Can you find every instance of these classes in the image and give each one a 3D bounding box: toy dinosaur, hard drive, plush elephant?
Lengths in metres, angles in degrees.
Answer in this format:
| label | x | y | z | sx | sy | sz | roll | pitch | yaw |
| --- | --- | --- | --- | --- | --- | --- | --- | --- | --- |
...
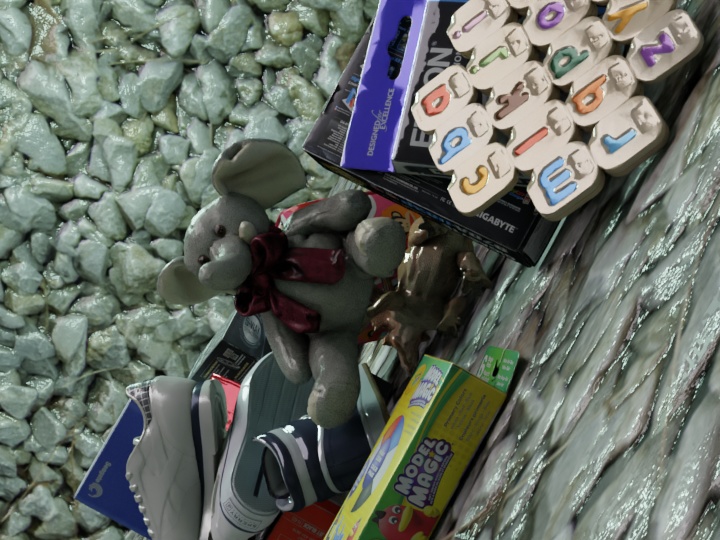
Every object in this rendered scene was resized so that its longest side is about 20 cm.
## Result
| label | x | y | z | sx | sy | sz | roll | pitch | yaw |
| --- | --- | --- | --- | --- | --- | --- | --- | --- | --- |
| toy dinosaur | 0.056 | -0.003 | 1.442 | 0.201 | 0.086 | 0.136 | -58 | 5 | 15 |
| hard drive | -0.152 | 0.210 | 1.633 | 0.132 | 0.199 | 0.025 | -57 | 7 | 26 |
| plush elephant | -0.068 | -0.005 | 1.332 | 0.200 | 0.154 | 0.166 | -107 | 33 | -65 |

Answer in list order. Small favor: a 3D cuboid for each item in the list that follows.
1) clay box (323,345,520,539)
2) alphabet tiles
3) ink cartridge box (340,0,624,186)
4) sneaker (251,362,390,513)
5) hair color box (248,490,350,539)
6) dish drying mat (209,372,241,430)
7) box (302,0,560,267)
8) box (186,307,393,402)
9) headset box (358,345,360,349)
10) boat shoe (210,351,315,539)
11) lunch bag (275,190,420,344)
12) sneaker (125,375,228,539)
| label | x | y | z | sx | sy | sz | roll | pitch | yaw |
| --- | --- | --- | --- | --- | --- | --- | --- | --- | --- |
| clay box | 0.035 | 0.132 | 1.177 | 0.201 | 0.047 | 0.115 | -62 | 7 | -4 |
| alphabet tiles | 0.127 | -0.128 | 1.158 | 0.195 | 0.015 | 0.201 | -36 | 49 | 17 |
| ink cartridge box | 0.089 | -0.160 | 1.250 | 0.043 | 0.199 | 0.199 | 38 | -118 | -62 |
| sneaker | -0.029 | 0.132 | 1.382 | 0.108 | 0.070 | 0.200 | -21 | 9 | -2 |
| hair color box | -0.077 | 0.262 | 1.438 | 0.201 | 0.061 | 0.102 | -60 | 6 | 11 |
| dish drying mat | -0.135 | 0.193 | 1.504 | 0.077 | 0.018 | 0.201 | 16 | 87 | 41 |
| box | 0.077 | -0.115 | 1.289 | 0.160 | 0.199 | 0.046 | -61 | -27 | -5 |
| box | -0.073 | 0.112 | 1.630 | 0.044 | 0.160 | 0.200 | -63 | 6 | -24 |
| headset box | -0.064 | 0.116 | 1.918 | 0.149 | 0.075 | 0.200 | -56 | 8 | 35 |
| boat shoe | -0.086 | 0.143 | 1.429 | 0.067 | 0.073 | 0.200 | -49 | 10 | 37 |
| lunch bag | 0.000 | 0.000 | 1.592 | 0.200 | 0.175 | 0.082 | 117 | 143 | -59 |
| sneaker | -0.152 | 0.186 | 1.441 | 0.076 | 0.080 | 0.201 | -33 | -57 | -84 |
